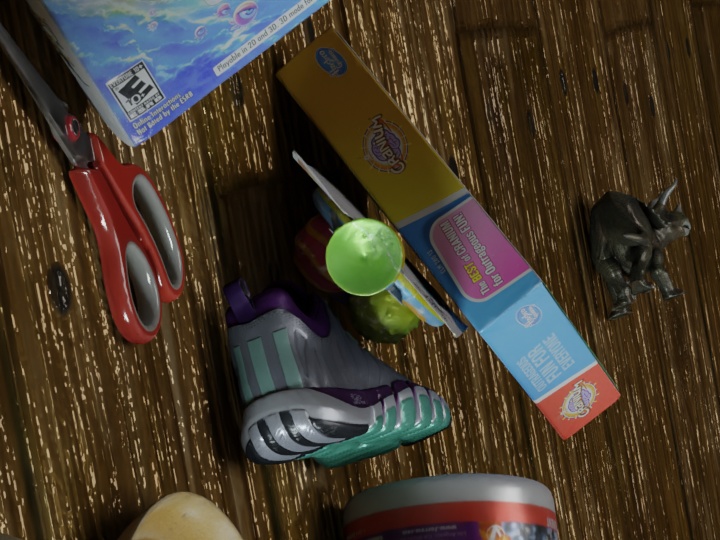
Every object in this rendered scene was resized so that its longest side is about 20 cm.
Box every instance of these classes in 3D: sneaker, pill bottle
[{"bbox_3d":[-0.010,0.046,1.183,0.200,0.074,0.088,18,53,-73],"label":"sneaker"},{"bbox_3d":[0.051,0.211,1.218,0.111,0.111,0.201,36,47,-65],"label":"pill bottle"}]

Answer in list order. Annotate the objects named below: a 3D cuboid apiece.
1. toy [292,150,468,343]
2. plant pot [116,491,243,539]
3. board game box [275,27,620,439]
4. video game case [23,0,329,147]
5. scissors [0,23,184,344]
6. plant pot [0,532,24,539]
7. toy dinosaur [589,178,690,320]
[{"bbox_3d":[0.000,0.000,1.203,0.115,0.047,0.200,48,-1,3],"label":"toy"},{"bbox_3d":[-0.072,0.192,0.986,0.200,0.027,0.201,-10,90,-72],"label":"plant pot"},{"bbox_3d":[0.047,-0.019,1.268,0.200,0.040,0.153,52,1,33],"label":"board game box"},{"bbox_3d":[-0.057,-0.172,0.959,0.045,0.200,0.182,45,-9,42],"label":"video game case"},{"bbox_3d":[-0.117,-0.055,0.999,0.073,0.014,0.201,-74,148,-48],"label":"scissors"},{"bbox_3d":[-0.106,0.165,0.724,0.200,0.134,0.202,-10,90,-72],"label":"plant pot"},{"bbox_3d":[0.209,-0.023,1.914,0.200,0.077,0.103,13,57,-66],"label":"toy dinosaur"}]
